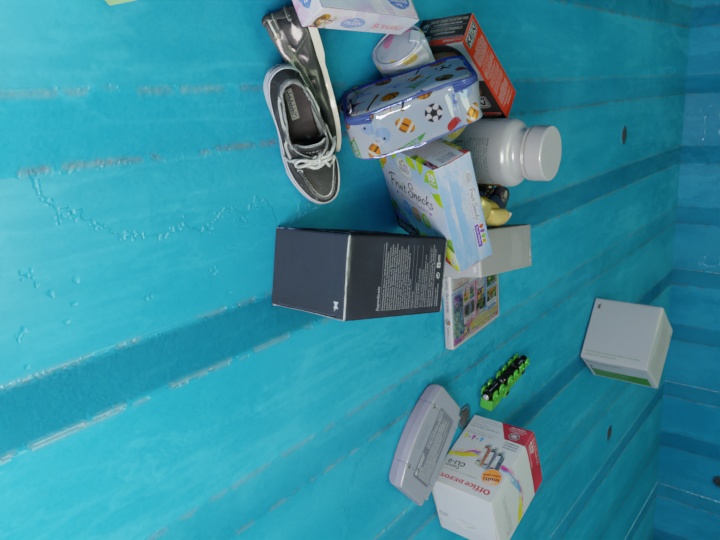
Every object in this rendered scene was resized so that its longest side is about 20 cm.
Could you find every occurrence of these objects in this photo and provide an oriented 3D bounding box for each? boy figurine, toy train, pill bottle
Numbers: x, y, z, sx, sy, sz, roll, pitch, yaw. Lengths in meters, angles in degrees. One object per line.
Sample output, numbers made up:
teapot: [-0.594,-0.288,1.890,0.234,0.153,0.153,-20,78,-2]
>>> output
boy figurine: [0.212,-0.121,1.141,0.200,0.123,0.065,-28,144,-64]
toy train: [0.329,0.252,1.427,0.199,0.041,0.057,-28,128,-46]
pill bottle: [0.239,-0.205,1.097,0.114,0.198,0.117,-13,108,-49]

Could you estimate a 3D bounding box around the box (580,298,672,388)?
box: [0.792,0.214,1.873,0.171,0.197,0.203,41,65,-46]

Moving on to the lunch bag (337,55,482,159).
lunch bag: [0.064,-0.230,0.871,0.161,0.197,0.076,-92,166,-57]

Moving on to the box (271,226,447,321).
box: [0.000,0.000,0.865,0.198,0.147,0.109,-2,98,-46]

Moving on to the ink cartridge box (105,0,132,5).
ink cartridge box: [-0.243,-0.333,0.532,0.200,0.116,0.068,47,64,-44]

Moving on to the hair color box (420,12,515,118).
hair color box: [0.181,-0.341,1.079,0.200,0.100,0.062,39,67,-47]

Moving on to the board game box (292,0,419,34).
board game box: [-0.030,-0.402,0.789,0.199,0.041,0.202,-18,87,-48]

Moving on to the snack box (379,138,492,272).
snack box: [0.105,-0.116,0.945,0.067,0.200,0.170,-27,123,-13]

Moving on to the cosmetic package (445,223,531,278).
cosmetic package: [0.224,-0.037,1.152,0.198,0.106,0.092,-5,94,-51]

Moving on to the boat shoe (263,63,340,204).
boat shoe: [-0.064,-0.159,0.800,0.073,0.068,0.201,-22,131,-11]

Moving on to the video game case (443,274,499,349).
video game case: [0.225,0.038,1.267,0.199,0.023,0.185,-25,116,-48]

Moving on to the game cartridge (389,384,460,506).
game cartridge: [0.122,0.324,1.183,0.202,0.040,0.134,-62,141,-23]

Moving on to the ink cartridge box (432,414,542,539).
ink cartridge box: [0.259,0.429,1.285,0.200,0.144,0.147,-42,127,-39]

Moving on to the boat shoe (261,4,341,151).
boat shoe: [-0.072,-0.242,0.823,0.067,0.072,0.202,-22,129,-5]

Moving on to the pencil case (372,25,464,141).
pencil case: [0.098,-0.287,0.993,0.200,0.090,0.084,44,64,-45]
